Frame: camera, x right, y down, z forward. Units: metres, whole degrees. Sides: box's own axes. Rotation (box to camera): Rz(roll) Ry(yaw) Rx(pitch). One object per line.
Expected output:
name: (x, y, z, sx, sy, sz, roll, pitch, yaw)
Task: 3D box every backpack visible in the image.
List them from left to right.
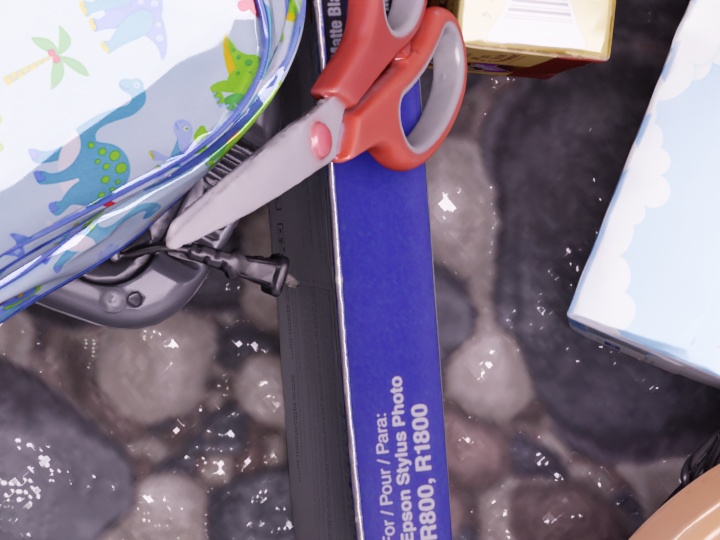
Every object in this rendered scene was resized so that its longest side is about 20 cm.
backpack: (-0.111, -0.061, 0.804, 0.199, 0.154, 0.164, -23, 87, -21)

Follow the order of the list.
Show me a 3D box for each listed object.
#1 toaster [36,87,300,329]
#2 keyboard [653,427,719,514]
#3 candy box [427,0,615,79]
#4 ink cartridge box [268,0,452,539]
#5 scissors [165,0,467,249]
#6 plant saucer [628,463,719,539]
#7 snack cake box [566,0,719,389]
toaster: (-0.106, -0.054, 0.928, 0.199, 0.129, 0.114, 28, 89, -5)
keyboard: (0.155, 0.028, 0.916, 0.021, 0.127, 0.200, 45, 129, 13)
candy box: (0.059, -0.169, 0.950, 0.056, 0.117, 0.201, 4, 91, -6)
ink cartridge box: (0.000, 0.000, 0.905, 0.040, 0.200, 0.201, -5, 92, -7)
scissors: (-0.007, -0.034, 0.784, 0.014, 0.200, 0.073, -4, 122, 22)
plant saucer: (0.156, 0.142, 0.912, 0.199, 0.032, 0.201, -8, 118, -16)
snack cake box: (0.136, -0.062, 0.955, 0.067, 0.115, 0.201, 21, 88, 7)
